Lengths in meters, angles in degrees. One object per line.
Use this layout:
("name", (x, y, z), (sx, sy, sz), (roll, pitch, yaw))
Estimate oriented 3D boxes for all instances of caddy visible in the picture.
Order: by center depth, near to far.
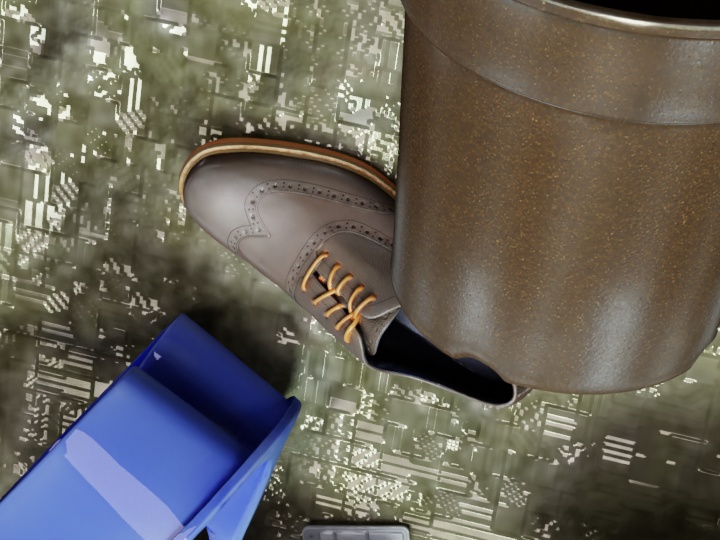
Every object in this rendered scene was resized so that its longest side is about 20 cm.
("caddy", (-0.112, 0.119, 1.142), (0.105, 0.141, 0.200), (43, 118, -4))

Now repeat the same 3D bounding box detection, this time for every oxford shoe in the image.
("oxford shoe", (0.000, 0.000, 1.093), (0.200, 0.073, 0.071), (26, 119, 2))

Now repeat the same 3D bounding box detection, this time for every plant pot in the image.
("plant pot", (0.097, -0.069, 0.979), (0.200, 0.200, 0.198), (15, 126, 8))

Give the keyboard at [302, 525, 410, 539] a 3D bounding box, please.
("keyboard", (0.005, 0.223, 1.232), (0.056, 0.011, 0.200), (2, 115, 14))
